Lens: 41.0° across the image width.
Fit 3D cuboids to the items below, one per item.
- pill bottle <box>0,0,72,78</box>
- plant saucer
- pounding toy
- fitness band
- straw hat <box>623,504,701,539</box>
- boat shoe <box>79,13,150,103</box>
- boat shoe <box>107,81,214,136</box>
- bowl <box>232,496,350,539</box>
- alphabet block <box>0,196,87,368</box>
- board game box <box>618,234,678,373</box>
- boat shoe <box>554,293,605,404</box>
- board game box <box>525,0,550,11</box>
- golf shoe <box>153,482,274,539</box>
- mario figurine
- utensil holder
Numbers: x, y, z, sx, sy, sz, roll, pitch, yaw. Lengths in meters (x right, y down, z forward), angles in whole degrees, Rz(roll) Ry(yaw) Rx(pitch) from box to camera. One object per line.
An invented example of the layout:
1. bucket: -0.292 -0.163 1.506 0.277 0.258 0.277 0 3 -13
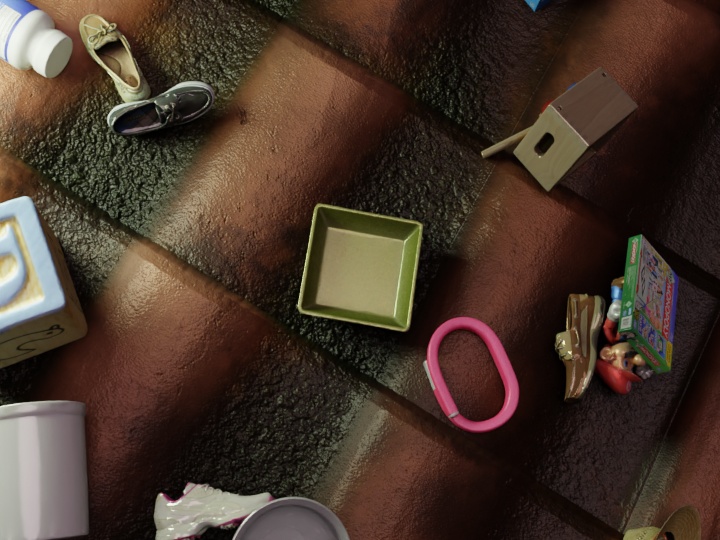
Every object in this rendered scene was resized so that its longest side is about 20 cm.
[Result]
1. pill bottle: -0.619 -0.430 1.717 0.198 0.112 0.113 31 73 3
2. plant saucer: 0.000 0.000 1.692 0.196 0.048 0.204 10 73 -3
3. pounding toy: 0.356 -0.252 1.746 0.183 0.200 0.143 -36 80 -29
4. fitness band: 0.193 0.180 1.667 0.142 0.037 0.203 -21 78 -12
5. straw hat: 0.476 0.466 1.586 0.084 0.201 0.203 14 66 44
6. boat shoe: -0.446 -0.394 1.750 0.073 0.063 0.201 -35 80 -14
7. boat shoe: -0.354 -0.282 1.719 0.197 0.057 0.070 -18 118 -5
8. bowl: -0.116 0.455 1.518 0.197 0.090 0.205 1 85 -14
9. alphabet block: -0.570 0.027 1.546 0.192 0.200 0.199 -19 76 -10
10. board game box: 0.503 0.057 1.674 0.134 0.029 0.202 40 50 -30
11. boat shoe: 0.376 0.133 1.686 0.073 0.076 0.203 15 65 4
12. board game box: 0.364 -0.650 1.912 0.199 0.056 0.197 -35 80 -14
13. golf shoe: -0.238 0.377 1.548 0.197 0.075 0.093 -13 72 -11
14. mario figurine: 0.476 0.118 1.680 0.121 0.106 0.203 15 71 -3
15. utensil holder: -0.506 0.316 1.488 0.167 0.170 0.204 -5 76 -7
